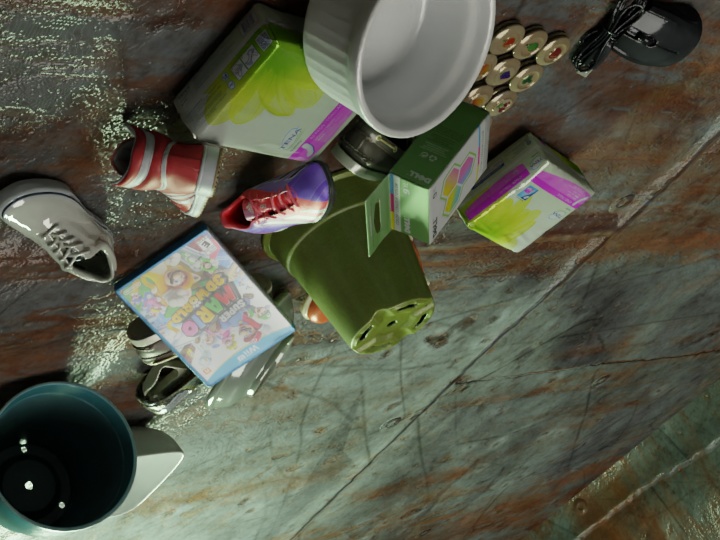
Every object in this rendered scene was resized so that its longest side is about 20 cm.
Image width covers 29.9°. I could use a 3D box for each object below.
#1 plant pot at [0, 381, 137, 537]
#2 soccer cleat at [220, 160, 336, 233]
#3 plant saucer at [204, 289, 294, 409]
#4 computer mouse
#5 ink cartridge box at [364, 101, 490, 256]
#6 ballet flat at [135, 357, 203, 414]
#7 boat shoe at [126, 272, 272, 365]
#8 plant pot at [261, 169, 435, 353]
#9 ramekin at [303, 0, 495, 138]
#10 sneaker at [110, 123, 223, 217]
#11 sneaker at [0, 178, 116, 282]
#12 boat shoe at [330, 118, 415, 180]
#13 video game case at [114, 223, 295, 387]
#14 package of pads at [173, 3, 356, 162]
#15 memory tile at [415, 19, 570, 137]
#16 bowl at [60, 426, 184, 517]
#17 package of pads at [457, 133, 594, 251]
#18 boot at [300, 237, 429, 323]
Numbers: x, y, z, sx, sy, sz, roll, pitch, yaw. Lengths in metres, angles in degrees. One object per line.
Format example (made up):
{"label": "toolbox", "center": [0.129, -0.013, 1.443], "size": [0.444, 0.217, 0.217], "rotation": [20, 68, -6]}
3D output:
{"label": "plant pot", "center": [-0.427, 0.274, 1.827], "size": [0.200, 0.200, 0.188], "rotation": [-12, 164, -33]}
{"label": "soccer cleat", "center": [-0.096, -0.080, 1.580], "size": [0.073, 0.068, 0.200], "rotation": [-11, 177, -30]}
{"label": "plant saucer", "center": [-0.141, 0.121, 1.880], "size": [0.200, 0.050, 0.200], "rotation": [-55, 178, -3]}
{"label": "computer mouse", "center": [0.379, -0.299, 1.755], "size": [0.200, 0.053, 0.139], "rotation": [-6, 146, -41]}
{"label": "ink cartridge box", "center": [0.083, -0.105, 1.631], "size": [0.200, 0.059, 0.104], "rotation": [-52, 156, -31]}
{"label": "ballet flat", "center": [-0.243, 0.132, 1.893], "size": [0.200, 0.072, 0.072], "rotation": [-40, 154, 19]}
{"label": "boat shoe", "center": [-0.205, 0.065, 1.778], "size": [0.200, 0.072, 0.060], "rotation": [-23, 128, -5]}
{"label": "plant pot", "center": [0.000, 0.000, 1.752], "size": [0.200, 0.190, 0.200], "rotation": [-23, 155, -12]}
{"label": "ramekin", "center": [0.035, -0.243, 1.357], "size": [0.200, 0.098, 0.201], "rotation": [-31, 136, -34]}
{"label": "sneaker", "center": [-0.215, -0.108, 1.459], "size": [0.112, 0.071, 0.200], "rotation": [11, 171, -11]}
{"label": "sneaker", "center": [-0.320, -0.041, 1.467], "size": [0.073, 0.071, 0.200], "rotation": [-34, 155, 10]}
{"label": "boat shoe", "center": [0.038, -0.145, 1.655], "size": [0.060, 0.072, 0.202], "rotation": [-53, 157, 17]}
{"label": "video game case", "center": [-0.196, 0.048, 1.716], "size": [0.143, 0.018, 0.200], "rotation": [-34, 124, 8]}
{"label": "package of pads", "center": [-0.083, -0.194, 1.437], "size": [0.155, 0.068, 0.200], "rotation": [-44, 151, 27]}
{"label": "memory tile", "center": [0.162, -0.233, 1.690], "size": [0.153, 0.017, 0.200], "rotation": [2, 141, -49]}
{"label": "bowl", "center": [-0.393, 0.305, 2.048], "size": [0.200, 0.075, 0.200], "rotation": [-2, 144, -47]}
{"label": "package of pads", "center": [0.231, -0.105, 1.928], "size": [0.154, 0.068, 0.200], "rotation": [-38, 154, 18]}
{"label": "boot", "center": [0.006, 0.033, 1.924], "size": [0.200, 0.107, 0.075], "rotation": [-36, 156, 18]}
